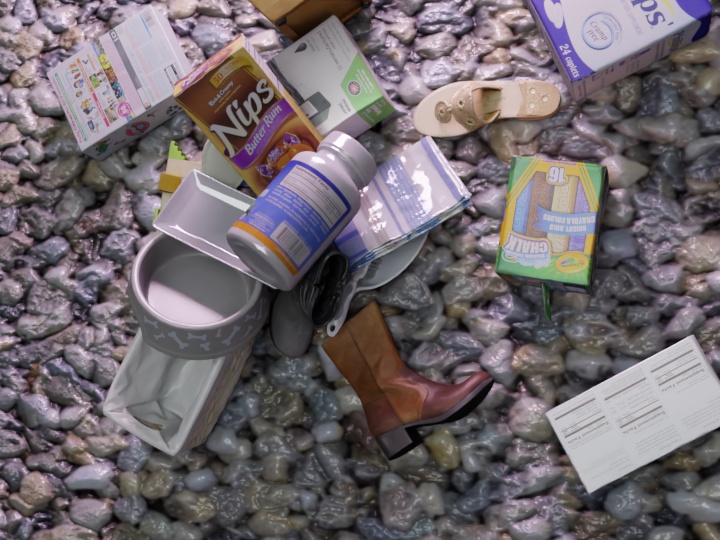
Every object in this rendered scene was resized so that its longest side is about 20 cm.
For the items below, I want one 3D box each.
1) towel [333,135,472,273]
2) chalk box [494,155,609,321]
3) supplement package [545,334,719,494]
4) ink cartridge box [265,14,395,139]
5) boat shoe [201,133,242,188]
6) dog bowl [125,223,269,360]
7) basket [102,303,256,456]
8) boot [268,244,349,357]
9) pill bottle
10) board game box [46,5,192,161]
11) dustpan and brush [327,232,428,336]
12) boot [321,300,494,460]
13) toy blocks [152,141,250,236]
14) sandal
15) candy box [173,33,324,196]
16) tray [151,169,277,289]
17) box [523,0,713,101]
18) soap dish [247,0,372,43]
[{"bbox_3d":[0.043,-0.095,1.401,0.199,0.024,0.147,-30,52,4],"label":"towel"},{"bbox_3d":[0.249,-0.036,1.324,0.123,0.124,0.201,9,85,15],"label":"chalk box"},{"bbox_3d":[0.349,0.179,1.257,0.199,0.156,0.111,-29,77,10],"label":"supplement package"},{"bbox_3d":[-0.074,-0.243,1.451,0.199,0.084,0.146,-33,77,10],"label":"ink cartridge box"},{"bbox_3d":[-0.184,-0.204,1.407,0.072,0.060,0.203,5,113,-22],"label":"boat shoe"},{"bbox_3d":[-0.220,0.021,1.361,0.199,0.059,0.201,5,53,-6],"label":"dog bowl"},{"bbox_3d":[-0.251,0.144,1.438,0.135,0.123,0.201,27,92,15],"label":"basket"},{"bbox_3d":[-0.073,0.049,1.374,0.069,0.132,0.201,4,111,-18],"label":"boot"},{"bbox_3d":[-0.070,-0.081,1.300,0.112,0.112,0.200,35,72,15],"label":"pill bottle"},{"bbox_3d":[-0.361,-0.285,1.545,0.199,0.064,0.148,-29,77,9],"label":"board game box"},{"bbox_3d":[0.000,0.000,1.418,0.139,0.057,0.201,21,90,16],"label":"dustpan and brush"},{"bbox_3d":[0.065,0.131,1.400,0.188,0.068,0.201,-36,69,17],"label":"boot"},{"bbox_3d":[-0.223,-0.078,1.479,0.136,0.100,0.201,9,88,5],"label":"toy blocks"},{"bbox_3d":[0.169,-0.235,1.394,0.210,0.070,0.078,-5,83,15],"label":"sandal"},{"bbox_3d":[-0.143,-0.199,1.347,0.116,0.057,0.200,-34,118,11],"label":"candy box"},{"bbox_3d":[-0.171,-0.054,1.367,0.199,0.022,0.108,26,63,10],"label":"tray"},{"bbox_3d":[0.335,-0.360,1.345,0.199,0.105,0.185,-26,79,10],"label":"box"},{"bbox_3d":[-0.067,-0.391,1.408,0.157,0.200,0.082,-33,83,9],"label":"soap dish"}]
